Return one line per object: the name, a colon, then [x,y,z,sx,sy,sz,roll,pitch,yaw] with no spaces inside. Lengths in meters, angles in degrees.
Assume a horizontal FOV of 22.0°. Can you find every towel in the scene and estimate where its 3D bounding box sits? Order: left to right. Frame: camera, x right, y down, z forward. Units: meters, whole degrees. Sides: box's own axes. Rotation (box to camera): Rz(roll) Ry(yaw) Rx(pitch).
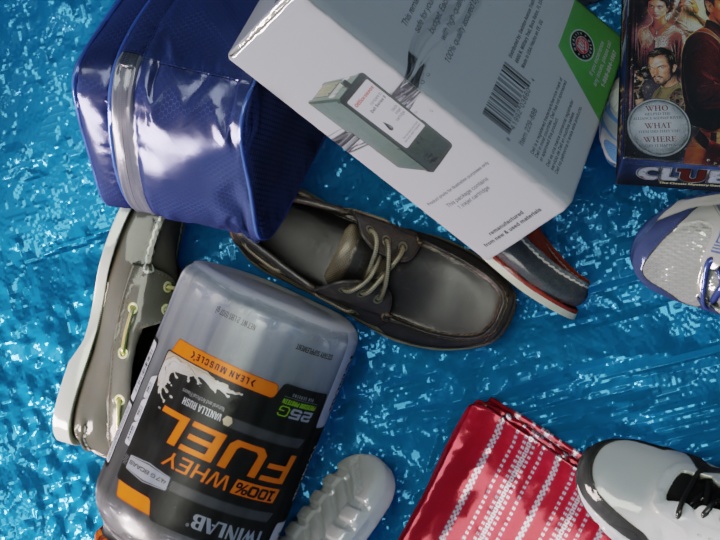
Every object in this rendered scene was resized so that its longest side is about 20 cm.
towel: [0.122,0.188,1.155,0.199,0.022,0.145,31,97,16]

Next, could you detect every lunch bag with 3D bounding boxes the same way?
lunch bag: [-0.091,-0.130,1.153,0.131,0.136,0.201,14,49,16]

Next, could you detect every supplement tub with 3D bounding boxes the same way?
supplement tub: [-0.091,0.106,1.171,0.122,0.122,0.201,23,94,17]

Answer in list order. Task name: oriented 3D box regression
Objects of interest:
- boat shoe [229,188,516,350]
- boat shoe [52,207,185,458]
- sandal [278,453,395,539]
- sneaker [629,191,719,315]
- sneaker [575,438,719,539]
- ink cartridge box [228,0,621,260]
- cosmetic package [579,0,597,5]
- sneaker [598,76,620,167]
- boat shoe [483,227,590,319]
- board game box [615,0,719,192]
boat shoe: [0.000,0.000,1.174,0.199,0.073,0.075,18,93,17]
boat shoe: [-0.143,0.027,1.219,0.060,0.072,0.203,21,99,15]
sandal: [-0.038,0.210,1.185,0.050,0.083,0.203,36,98,-28]
sneaker: [0.247,0.010,1.077,0.199,0.088,0.076,8,127,24]
sneaker: [0.222,0.144,1.088,0.199,0.080,0.074,22,62,13]
ink cartridge box: [0.043,-0.129,1.075,0.200,0.146,0.084,37,140,-15]
cosmetic package: [0.213,-0.221,1.118,0.199,0.082,0.051,-20,84,16]
sneaker: [0.242,-0.076,1.117,0.198,0.073,0.072,12,62,5]
boat shoe: [0.076,-0.053,1.159,0.063,0.071,0.200,-46,72,7]
board game box: [0.250,-0.109,1.073,0.198,0.035,0.136,4,66,1]
